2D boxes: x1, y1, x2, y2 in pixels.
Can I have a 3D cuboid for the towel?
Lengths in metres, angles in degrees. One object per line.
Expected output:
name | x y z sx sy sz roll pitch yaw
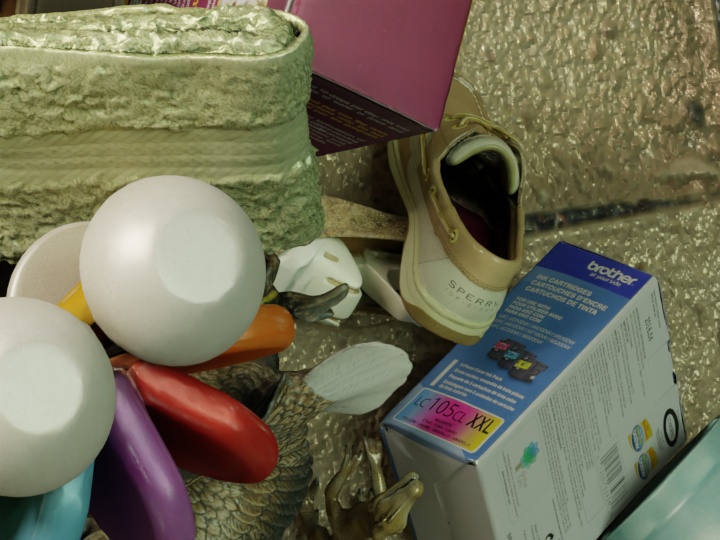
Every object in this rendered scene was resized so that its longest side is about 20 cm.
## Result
towel | -0.118 -0.060 1.122 0.199 0.149 0.037 -2 45 3

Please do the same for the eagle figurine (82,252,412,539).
eagle figurine | -0.084 0.089 1.216 0.152 0.151 0.200 34 63 -24

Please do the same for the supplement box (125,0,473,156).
supplement box | -0.038 -0.136 1.226 0.103 0.200 0.131 24 74 -29

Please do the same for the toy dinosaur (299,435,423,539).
toy dinosaur | -0.005 0.159 1.292 0.058 0.200 0.101 -4 48 -9

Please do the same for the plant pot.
plant pot | 0.217 0.170 1.389 0.134 0.200 0.200 43 62 6

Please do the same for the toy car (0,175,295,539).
toy car | -0.113 0.061 1.059 0.200 0.175 0.150 -40 99 -24

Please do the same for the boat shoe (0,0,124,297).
boat shoe | -0.165 -0.075 1.214 0.072 0.068 0.200 13 101 -27

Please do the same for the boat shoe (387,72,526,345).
boat shoe | 0.061 -0.047 1.313 0.074 0.066 0.200 22 39 -24

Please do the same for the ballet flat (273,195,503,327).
ballet flat | 0.000 0.000 1.312 0.200 0.065 0.071 2 127 -32

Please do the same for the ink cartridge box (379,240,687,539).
ink cartridge box | 0.112 0.081 1.352 0.200 0.076 0.137 -42 136 -28
